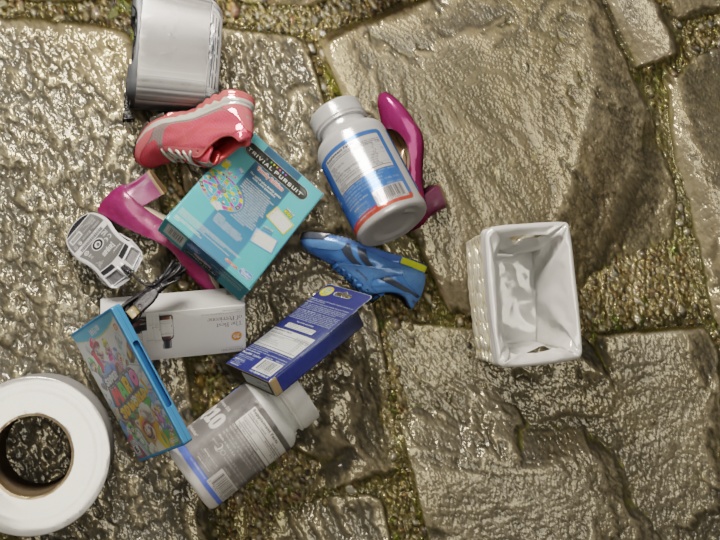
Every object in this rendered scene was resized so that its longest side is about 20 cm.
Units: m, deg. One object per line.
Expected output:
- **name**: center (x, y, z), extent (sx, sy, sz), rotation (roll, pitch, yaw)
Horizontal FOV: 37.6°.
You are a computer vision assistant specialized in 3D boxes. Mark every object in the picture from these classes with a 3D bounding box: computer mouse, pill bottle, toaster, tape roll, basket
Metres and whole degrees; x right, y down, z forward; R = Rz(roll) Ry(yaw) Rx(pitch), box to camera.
- **computer mouse**: center (-0.331, -0.012, 1.456), extent (0.199, 0.044, 0.110), rotation (38, 85, 32)
- **pill bottle**: center (-0.161, 0.227, 1.475), extent (0.199, 0.114, 0.114), rotation (-37, 94, -12)
- **pill bottle**: center (0.005, -0.146, 1.515), extent (0.111, 0.113, 0.202), rotation (-22, 69, -12)
- **toaster**: center (-0.264, -0.301, 1.488), extent (0.127, 0.114, 0.204), rotation (5, 84, -13)
- **tape roll**: center (-0.431, 0.240, 1.407), extent (0.199, 0.139, 0.206), rotation (1, 87, -12)
- **basket**: center (0.236, 0.036, 1.562), extent (0.133, 0.123, 0.204), rotation (-5, 88, -12)

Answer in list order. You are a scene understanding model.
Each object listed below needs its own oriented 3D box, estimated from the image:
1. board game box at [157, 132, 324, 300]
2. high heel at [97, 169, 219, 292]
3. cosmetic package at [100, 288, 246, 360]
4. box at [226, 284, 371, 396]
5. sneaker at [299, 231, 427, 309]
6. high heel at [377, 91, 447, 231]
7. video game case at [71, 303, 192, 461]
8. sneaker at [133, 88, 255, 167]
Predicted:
- **board game box**: center (-0.166, -0.083, 1.492), extent (0.151, 0.047, 0.201), rotation (41, 57, -7)
- **high heel**: center (-0.284, -0.036, 1.497), extent (0.095, 0.067, 0.201), rotation (-33, 101, 5)
- **cosmetic package**: center (-0.260, 0.078, 1.478), extent (0.197, 0.051, 0.084), rotation (-5, 125, -11)
- **box**: center (-0.080, 0.094, 1.481), extent (0.199, 0.120, 0.033), rotation (-39, 118, -25)
- **sneaker**: center (0.000, 0.000, 1.546), extent (0.197, 0.066, 0.080), rotation (19, 87, -10)
- **high heel**: center (0.052, -0.158, 1.562), extent (0.095, 0.067, 0.202), rotation (-29, 96, -22)
- **video game case**: center (-0.310, 0.154, 1.418), extent (0.018, 0.142, 0.202), rotation (-29, 92, -40)
- **sneaker**: center (-0.233, -0.178, 1.464), extent (0.198, 0.074, 0.088), rotation (-22, 62, 20)
